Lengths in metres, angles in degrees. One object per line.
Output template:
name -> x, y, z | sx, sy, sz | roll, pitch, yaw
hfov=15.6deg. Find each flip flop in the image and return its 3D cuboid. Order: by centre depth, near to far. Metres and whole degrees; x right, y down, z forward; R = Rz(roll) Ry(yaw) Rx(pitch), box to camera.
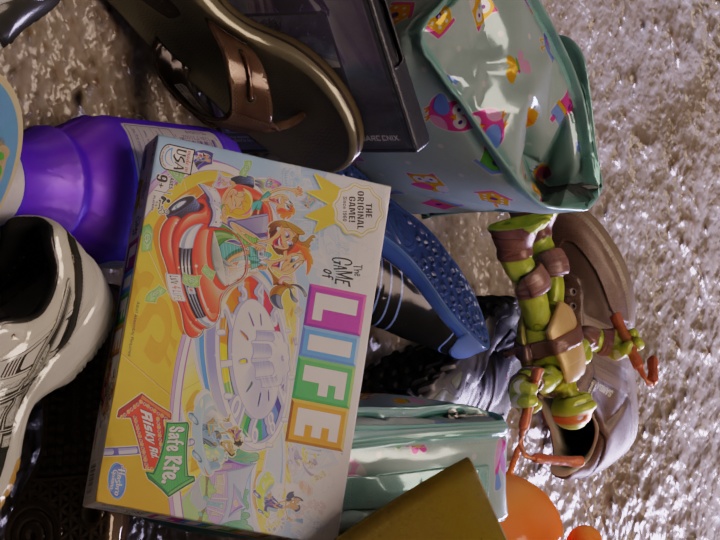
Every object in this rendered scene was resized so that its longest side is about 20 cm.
flip flop -> -0.083, -0.117, 1.493 | 0.200, 0.081, 0.058 | 42, 48, -25

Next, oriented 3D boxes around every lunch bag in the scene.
lunch bag -> -0.015, 0.112, 1.532 | 0.200, 0.160, 0.077 | -3, 92, -37
lunch bag -> 0.042, -0.108, 1.610 | 0.200, 0.170, 0.122 | 51, 53, -36

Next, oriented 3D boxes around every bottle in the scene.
bottle -> -0.143, -0.043, 1.453 | 0.200, 0.065, 0.084 | 1, 78, -53

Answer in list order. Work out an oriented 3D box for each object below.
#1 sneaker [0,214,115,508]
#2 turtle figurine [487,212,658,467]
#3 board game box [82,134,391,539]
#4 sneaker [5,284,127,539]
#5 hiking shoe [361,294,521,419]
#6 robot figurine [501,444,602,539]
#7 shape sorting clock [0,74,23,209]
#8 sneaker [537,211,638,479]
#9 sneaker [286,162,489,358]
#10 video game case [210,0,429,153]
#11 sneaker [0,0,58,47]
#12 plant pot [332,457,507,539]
sneaker -> -0.204, 0.057, 1.350 | 0.200, 0.076, 0.088 | -62, 152, -28
turtle figurine -> 0.130, 0.036, 1.733 | 0.200, 0.064, 0.162 | -26, 105, -53
board game box -> -0.065, 0.039, 1.411 | 0.134, 0.034, 0.200 | 12, 78, -16
sneaker -> -0.141, 0.109, 1.451 | 0.076, 0.070, 0.200 | 15, 81, -59
hiking shoe -> 0.057, 0.094, 1.721 | 0.200, 0.076, 0.101 | -39, 118, -47
robot figurine -> 0.085, 0.218, 1.731 | 0.117, 0.144, 0.200 | -39, 123, -65
shape sorting clock -> -0.240, -0.020, 1.272 | 0.200, 0.039, 0.200 | -40, 159, -18
sneaker -> 0.151, 0.054, 1.852 | 0.076, 0.070, 0.200 | -35, 119, -46
sneaker -> 0.000, 0.000, 1.630 | 0.200, 0.078, 0.070 | 44, 26, -36
video game case -> -0.048, -0.159, 1.512 | 0.019, 0.143, 0.200 | -44, 125, -43
sneaker -> -0.226, -0.109, 1.337 | 0.200, 0.076, 0.088 | -32, 131, -45
plant pot -> 0.018, 0.246, 1.417 | 0.200, 0.176, 0.200 | 81, -14, -70
